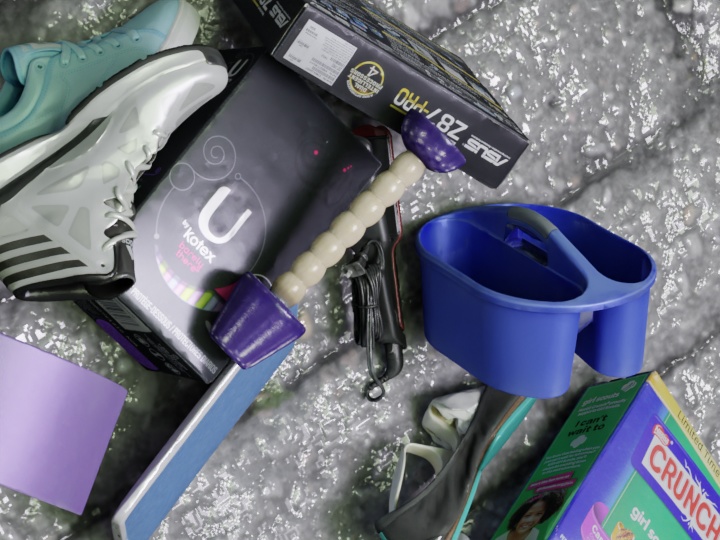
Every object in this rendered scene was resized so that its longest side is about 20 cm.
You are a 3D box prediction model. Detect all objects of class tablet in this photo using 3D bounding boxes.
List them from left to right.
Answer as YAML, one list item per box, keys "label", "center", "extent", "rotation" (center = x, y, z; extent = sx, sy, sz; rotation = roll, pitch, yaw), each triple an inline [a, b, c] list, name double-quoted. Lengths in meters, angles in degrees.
- label: "tablet"
  center: [-0.104, 0.105, 1.533]
  extent: [0.014, 0.130, 0.200]
  rotation: [34, 73, 8]

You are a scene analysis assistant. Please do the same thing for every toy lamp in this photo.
- label: "toy lamp"
  center: [-0.019, -0.018, 1.468]
  extent: [0.200, 0.058, 0.058]
  rotation: [-48, 114, -4]

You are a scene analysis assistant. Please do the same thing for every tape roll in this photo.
- label: "tape roll"
  center: [-0.251, 0.078, 1.397]
  extent: [0.199, 0.200, 0.086]
  rotation: [24, 80, -28]

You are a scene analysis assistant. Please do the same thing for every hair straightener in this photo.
- label: "hair straightener"
  center: [0.000, 0.000, 1.619]
  extent: [0.077, 0.041, 0.202]
  rotation: [-26, 116, -60]

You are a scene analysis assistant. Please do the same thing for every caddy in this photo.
- label: "caddy"
  center: [0.124, 0.007, 1.616]
  extent: [0.140, 0.200, 0.106]
  rotation: [-14, 116, -27]

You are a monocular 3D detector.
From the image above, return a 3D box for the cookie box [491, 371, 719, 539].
- label: "cookie box"
  center: [0.197, 0.207, 1.688]
  extent: [0.172, 0.075, 0.200]
  rotation: [54, 48, -20]

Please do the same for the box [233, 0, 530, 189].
- label: "box"
  center: [0.008, -0.147, 1.554]
  extent: [0.199, 0.161, 0.049]
  rotation: [28, 107, -29]

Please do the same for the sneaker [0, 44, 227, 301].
- label: "sneaker"
  center: [-0.149, -0.049, 1.425]
  extent: [0.200, 0.076, 0.116]
  rotation: [-34, 74, -4]

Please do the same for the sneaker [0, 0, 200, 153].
- label: "sneaker"
  center: [-0.192, -0.128, 1.492]
  extent: [0.200, 0.074, 0.082]
  rotation: [-46, 117, -20]

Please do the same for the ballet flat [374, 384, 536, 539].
- label: "ballet flat"
  center: [0.069, 0.132, 1.647]
  extent: [0.068, 0.068, 0.200]
  rotation: [31, 49, 3]

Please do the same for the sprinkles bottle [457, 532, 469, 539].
- label: "sprinkles bottle"
  center: [0.084, 0.296, 1.673]
  extent: [0.068, 0.068, 0.201]
  rotation: [-29, 106, -25]

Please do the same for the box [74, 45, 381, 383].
- label: "box"
  center: [-0.103, -0.039, 1.529]
  extent: [0.122, 0.106, 0.200]
  rotation: [45, 71, -24]
